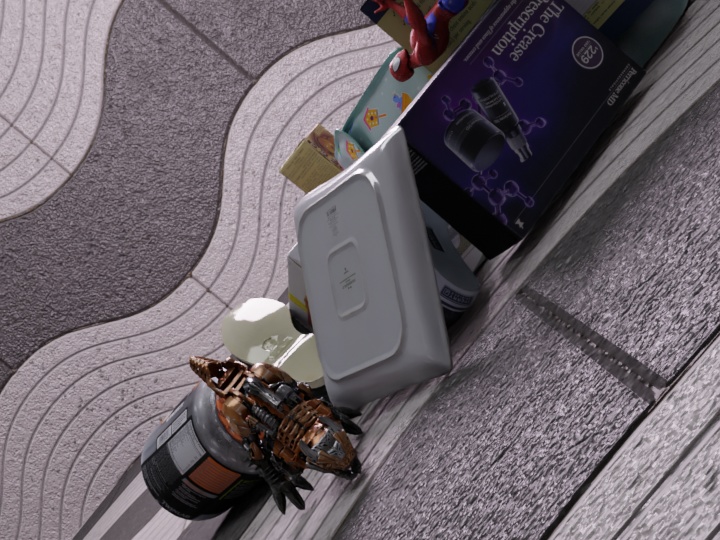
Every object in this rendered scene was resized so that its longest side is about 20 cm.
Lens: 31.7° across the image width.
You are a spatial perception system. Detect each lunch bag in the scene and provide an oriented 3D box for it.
[{"bbox_3d":[0.065,-0.122,1.362,0.122,0.171,0.200,-23,-19,-48],"label":"lunch bag"}]

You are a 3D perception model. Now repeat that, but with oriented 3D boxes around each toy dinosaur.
[{"bbox_3d":[-0.067,0.114,1.034,0.102,0.136,0.200,-35,48,0],"label":"toy dinosaur"}]

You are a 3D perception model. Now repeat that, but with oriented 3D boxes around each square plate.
[{"bbox_3d":[-0.001,0.007,1.049,0.028,0.199,0.200,-6,-13,-29],"label":"square plate"}]

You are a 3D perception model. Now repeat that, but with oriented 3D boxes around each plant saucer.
[{"bbox_3d":[0.244,-0.211,1.270,0.201,0.039,0.201,-50,5,6],"label":"plant saucer"}]

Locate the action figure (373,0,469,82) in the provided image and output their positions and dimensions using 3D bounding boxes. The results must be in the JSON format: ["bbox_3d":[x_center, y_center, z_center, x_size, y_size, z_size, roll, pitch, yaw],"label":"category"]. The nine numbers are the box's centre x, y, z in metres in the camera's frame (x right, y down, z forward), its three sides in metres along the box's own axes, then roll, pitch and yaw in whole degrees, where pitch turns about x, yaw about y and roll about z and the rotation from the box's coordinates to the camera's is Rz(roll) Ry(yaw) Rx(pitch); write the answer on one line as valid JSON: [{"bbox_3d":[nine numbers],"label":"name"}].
[{"bbox_3d":[0.068,-0.262,1.125,0.200,0.099,0.065,-55,-2,26],"label":"action figure"}]

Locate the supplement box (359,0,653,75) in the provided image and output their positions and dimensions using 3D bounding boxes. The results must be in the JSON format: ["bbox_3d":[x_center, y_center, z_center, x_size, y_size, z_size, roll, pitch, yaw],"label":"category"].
[{"bbox_3d":[0.146,-0.271,1.216,0.200,0.200,0.134,-47,6,26],"label":"supplement box"}]

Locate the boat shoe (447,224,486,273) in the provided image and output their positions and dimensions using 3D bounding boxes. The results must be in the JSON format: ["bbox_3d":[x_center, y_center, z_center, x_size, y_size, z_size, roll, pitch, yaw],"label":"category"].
[{"bbox_3d":[0.105,-0.054,1.197,0.202,0.065,0.074,-52,6,-21],"label":"boat shoe"}]

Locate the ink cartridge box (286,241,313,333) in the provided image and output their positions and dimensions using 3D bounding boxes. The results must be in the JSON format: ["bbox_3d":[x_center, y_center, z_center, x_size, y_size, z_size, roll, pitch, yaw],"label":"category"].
[{"bbox_3d":[0.000,0.000,1.270,0.145,0.083,0.200,-51,-14,-22],"label":"ink cartridge box"}]

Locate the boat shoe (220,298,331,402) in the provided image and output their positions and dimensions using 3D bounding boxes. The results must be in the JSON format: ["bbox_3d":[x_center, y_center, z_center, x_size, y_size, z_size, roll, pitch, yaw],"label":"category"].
[{"bbox_3d":[-0.071,0.084,1.238,0.074,0.063,0.201,-43,37,-16],"label":"boat shoe"}]

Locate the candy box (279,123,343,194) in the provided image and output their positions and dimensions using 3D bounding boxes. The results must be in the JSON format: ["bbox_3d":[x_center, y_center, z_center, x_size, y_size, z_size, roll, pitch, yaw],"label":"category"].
[{"bbox_3d":[0.002,-0.090,1.550,0.055,0.200,0.115,-51,5,18],"label":"candy box"}]

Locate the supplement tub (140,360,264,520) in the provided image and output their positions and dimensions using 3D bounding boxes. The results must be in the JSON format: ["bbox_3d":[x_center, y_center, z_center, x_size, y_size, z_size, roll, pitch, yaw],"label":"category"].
[{"bbox_3d":[-0.142,0.176,1.333,0.200,0.122,0.123,-43,9,46],"label":"supplement tub"}]

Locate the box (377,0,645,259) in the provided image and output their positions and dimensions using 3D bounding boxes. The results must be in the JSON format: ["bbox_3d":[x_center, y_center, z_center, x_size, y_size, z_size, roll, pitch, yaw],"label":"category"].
[{"bbox_3d":[0.127,-0.134,1.083,0.200,0.141,0.079,-52,7,-20],"label":"box"}]

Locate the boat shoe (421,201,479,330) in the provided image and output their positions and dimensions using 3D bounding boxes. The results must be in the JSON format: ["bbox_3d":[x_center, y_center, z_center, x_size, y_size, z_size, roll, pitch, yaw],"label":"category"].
[{"bbox_3d":[0.034,-0.006,1.106,0.091,0.071,0.200,-55,29,22],"label":"boat shoe"}]
